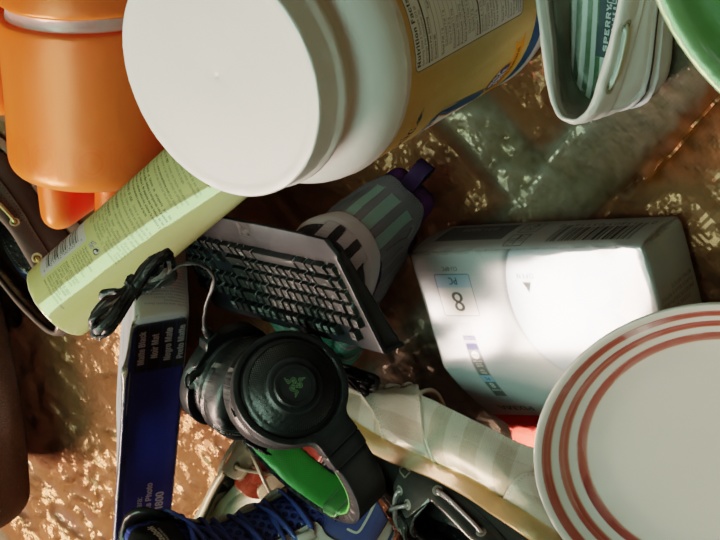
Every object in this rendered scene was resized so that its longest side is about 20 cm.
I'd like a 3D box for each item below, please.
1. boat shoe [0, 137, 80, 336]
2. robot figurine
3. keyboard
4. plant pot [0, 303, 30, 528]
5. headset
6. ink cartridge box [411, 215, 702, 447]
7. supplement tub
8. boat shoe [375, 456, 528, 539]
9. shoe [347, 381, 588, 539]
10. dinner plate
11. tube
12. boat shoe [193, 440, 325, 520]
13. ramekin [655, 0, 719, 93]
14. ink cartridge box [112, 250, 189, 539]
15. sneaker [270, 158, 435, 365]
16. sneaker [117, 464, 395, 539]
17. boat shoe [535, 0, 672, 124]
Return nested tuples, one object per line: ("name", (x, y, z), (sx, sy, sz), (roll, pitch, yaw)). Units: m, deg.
("boat shoe", (-0.254, -0.033, 1.314), (0.200, 0.060, 0.072), (44, 135, 12))
("robot figurine", (-0.159, -0.124, 1.136), (0.144, 0.117, 0.200), (31, 128, 53))
("keyboard", (-0.039, 0.024, 1.086), (0.200, 0.021, 0.127), (13, 139, 59))
("plant pot", (-0.329, 0.070, 1.375), (0.187, 0.187, 0.200), (21, 113, 31))
("headset", (-0.068, 0.074, 1.070), (0.200, 0.094, 0.123), (56, 158, -20))
("ink cartridge box", (0.125, 0.070, 1.055), (0.160, 0.047, 0.200), (-2, 111, 42))
("supplement tub", (-0.008, -0.130, 0.943), (0.145, 0.200, 0.145), (21, 126, 31))
("boat shoe", (0.063, 0.163, 1.147), (0.200, 0.057, 0.067), (35, 146, 23))
("shoe", (0.055, 0.101, 1.094), (0.200, 0.070, 0.053), (27, 90, 37))
("dinner plate", (0.192, 0.099, 0.989), (0.200, 0.024, 0.200), (5, 119, 8))
("tube", (-0.108, -0.039, 1.088), (0.200, 0.052, 0.058), (-40, 92, 19))
("boat shoe", (-0.062, 0.137, 1.245), (0.071, 0.063, 0.200), (46, 134, 13))
("ramekin", (0.228, -0.157, 0.798), (0.200, 0.098, 0.200), (20, 125, 31))
("ink cartridge box", (-0.135, 0.079, 1.199), (0.041, 0.200, 0.200), (3, 126, -7))
("sneaker", (0.000, 0.000, 1.118), (0.074, 0.088, 0.200), (47, 160, 4))
("sneaker", (-0.079, 0.178, 1.135), (0.081, 0.199, 0.115), (45, 170, 44))
("boat shoe", (0.117, -0.166, 0.910), (0.073, 0.067, 0.200), (8, 119, 37))
